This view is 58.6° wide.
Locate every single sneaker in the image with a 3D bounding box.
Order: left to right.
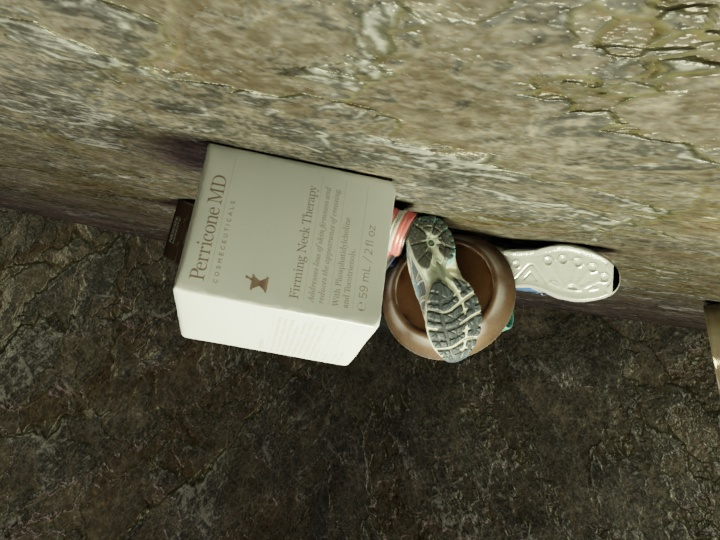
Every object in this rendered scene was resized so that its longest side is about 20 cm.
[{"bbox_3d":[0.018,-0.063,0.873,0.087,0.074,0.200,26,173,-4],"label":"sneaker"},{"bbox_3d":[0.111,0.026,0.887,0.077,0.201,0.086,-11,175,-7],"label":"sneaker"},{"bbox_3d":[0.299,0.001,0.974,0.200,0.081,0.146,4,-177,30],"label":"sneaker"}]

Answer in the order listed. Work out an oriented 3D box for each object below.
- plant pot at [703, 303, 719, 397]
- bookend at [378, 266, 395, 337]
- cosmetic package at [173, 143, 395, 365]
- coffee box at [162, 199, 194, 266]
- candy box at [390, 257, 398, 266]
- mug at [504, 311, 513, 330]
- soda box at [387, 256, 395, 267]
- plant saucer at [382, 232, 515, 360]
[{"bbox_3d":[0.821,0.160,1.324,0.173,0.201,0.200,-10,168,28],"label":"plant pot"},{"bbox_3d":[0.097,0.022,1.129,0.200,0.199,0.092,26,168,-37],"label":"bookend"},{"bbox_3d":[-0.083,-0.008,0.702,0.199,0.168,0.166,11,157,-8],"label":"cosmetic package"},{"bbox_3d":[-0.259,-0.054,1.229,0.200,0.113,0.080,13,-172,-42],"label":"coffee box"},{"bbox_3d":[0.086,0.005,1.394,0.200,0.077,0.169,9,-170,43],"label":"candy box"},{"bbox_3d":[0.171,0.045,1.046,0.114,0.152,0.185,-22,147,24],"label":"mug"},{"bbox_3d":[-0.012,-0.006,0.974,0.068,0.063,0.200,40,-150,9],"label":"soda box"},{"bbox_3d":[0.124,0.030,0.935,0.200,0.201,0.032,9,162,23],"label":"plant saucer"}]
